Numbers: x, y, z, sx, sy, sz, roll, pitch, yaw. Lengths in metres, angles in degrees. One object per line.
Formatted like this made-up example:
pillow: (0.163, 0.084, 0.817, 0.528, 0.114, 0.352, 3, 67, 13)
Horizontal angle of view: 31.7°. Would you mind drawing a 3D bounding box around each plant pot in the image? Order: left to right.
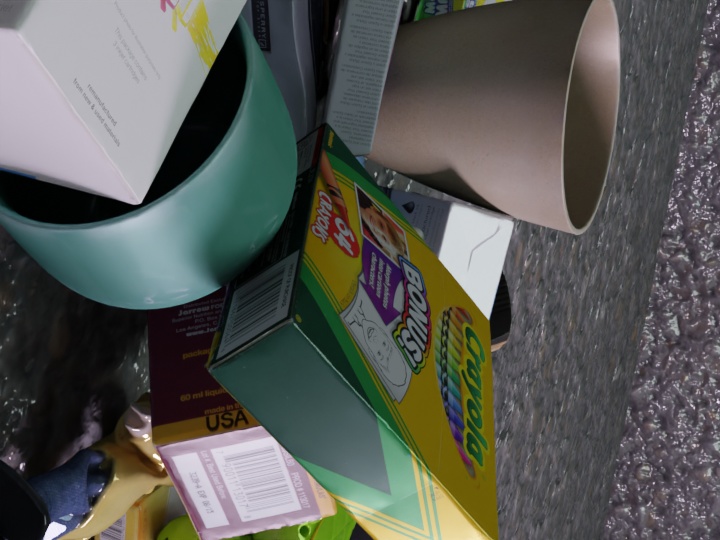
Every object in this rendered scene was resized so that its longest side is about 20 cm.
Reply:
plant pot: (0.090, -0.134, 1.016, 0.187, 0.200, 0.188, 8, 90, -67)

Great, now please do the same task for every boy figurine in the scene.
boy figurine: (-0.155, 0.117, 0.747, 0.124, 0.064, 0.200, -48, 170, 23)

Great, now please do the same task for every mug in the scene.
mug: (-0.103, -0.071, 0.650, 0.185, 0.152, 0.114, -66, 156, -22)

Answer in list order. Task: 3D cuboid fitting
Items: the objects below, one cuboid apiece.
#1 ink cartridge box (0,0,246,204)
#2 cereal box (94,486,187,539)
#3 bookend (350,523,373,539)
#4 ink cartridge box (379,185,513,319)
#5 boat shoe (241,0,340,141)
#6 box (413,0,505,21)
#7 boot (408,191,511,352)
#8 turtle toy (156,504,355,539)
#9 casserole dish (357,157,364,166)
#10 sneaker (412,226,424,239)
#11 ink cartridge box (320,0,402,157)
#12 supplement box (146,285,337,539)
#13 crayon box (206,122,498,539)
ink cartridge box: (-0.130, -0.155, 0.562, 0.125, 0.128, 0.200, 64, 44, -59)
cereal box: (-0.123, 0.178, 0.921, 0.200, 0.039, 0.144, -38, 139, -58)
bookend: (0.009, 0.114, 1.139, 0.199, 0.092, 0.200, -56, 151, -44)
ink cartridge box: (0.030, -0.008, 1.055, 0.067, 0.200, 0.116, 12, 93, -33)
boat shoe: (-0.045, -0.155, 0.852, 0.091, 0.071, 0.200, -42, 141, -54)
box: (0.095, -0.226, 1.193, 0.200, 0.048, 0.117, 3, 101, -67)
boot: (0.076, 0.038, 1.154, 0.200, 0.077, 0.138, -117, -160, -45)
turtle toy: (-0.064, 0.179, 0.871, 0.200, 0.101, 0.146, -28, 130, -63)
casserole dish: (-0.050, -0.011, 0.983, 0.121, 0.039, 0.200, 57, 51, -62)
sneaker: (0.000, 0.000, 0.889, 0.200, 0.081, 0.075, 128, -41, -84)
ink cartridge box: (0.004, -0.167, 0.878, 0.196, 0.043, 0.200, -83, -176, -57)
supplement box: (-0.075, 0.044, 0.764, 0.110, 0.086, 0.200, 78, 1, -49)
crayon box: (0.006, 0.038, 0.699, 0.173, 0.058, 0.200, 48, 25, -24)
